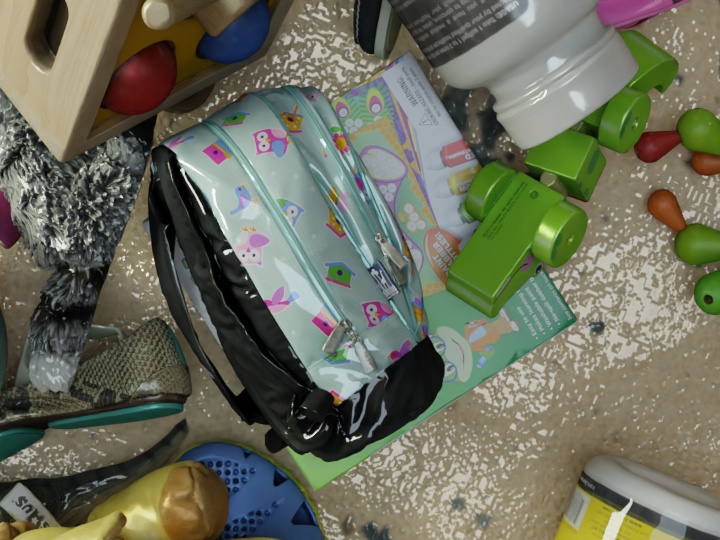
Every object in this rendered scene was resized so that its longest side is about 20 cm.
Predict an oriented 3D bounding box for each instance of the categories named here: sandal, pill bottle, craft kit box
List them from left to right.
[{"bbox_3d":[-0.047,0.190,0.988,0.079,0.087,0.200,-39,94,3],"label":"sandal"},{"bbox_3d":[0.000,0.000,0.996,0.197,0.049,0.200,-33,95,3],"label":"craft kit box"},{"bbox_3d":[0.066,-0.171,0.882,0.111,0.111,0.200,-35,99,1],"label":"pill bottle"},{"bbox_3d":[0.155,0.224,0.986,0.112,0.112,0.201,21,94,-4],"label":"pill bottle"}]

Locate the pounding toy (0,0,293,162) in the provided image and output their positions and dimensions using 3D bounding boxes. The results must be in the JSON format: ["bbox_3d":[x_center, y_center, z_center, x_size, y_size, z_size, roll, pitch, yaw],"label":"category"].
[{"bbox_3d":[-0.101,-0.154,0.822,0.184,0.200,0.142,-34,79,-35],"label":"pounding toy"}]

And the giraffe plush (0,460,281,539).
[{"bbox_3d":[-0.146,0.183,0.880,0.199,0.162,0.173,25,89,10],"label":"giraffe plush"}]

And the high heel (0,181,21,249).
[{"bbox_3d":[-0.286,-0.084,0.965,0.199,0.067,0.096,17,84,-17],"label":"high heel"}]

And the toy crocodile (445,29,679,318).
[{"bbox_3d":[0.120,-0.060,0.958,0.067,0.062,0.200,27,81,29],"label":"toy crocodile"}]

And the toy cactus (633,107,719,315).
[{"bbox_3d":[0.273,-0.030,0.989,0.165,0.102,0.200,-33,85,-10],"label":"toy cactus"}]

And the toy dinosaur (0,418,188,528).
[{"bbox_3d":[-0.194,0.163,0.998,0.199,0.047,0.089,-16,90,-6],"label":"toy dinosaur"}]

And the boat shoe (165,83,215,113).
[{"bbox_3d":[-0.175,-0.162,0.972,0.200,0.063,0.073,38,66,-7],"label":"boat shoe"}]

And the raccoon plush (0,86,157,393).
[{"bbox_3d":[-0.199,-0.044,0.910,0.133,0.097,0.201,18,74,-14],"label":"raccoon plush"}]

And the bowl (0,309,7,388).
[{"bbox_3d":[-0.285,0.051,0.932,0.200,0.105,0.202,-13,60,23],"label":"bowl"}]

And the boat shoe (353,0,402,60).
[{"bbox_3d":[0.004,-0.230,0.963,0.066,0.075,0.200,8,99,7],"label":"boat shoe"}]

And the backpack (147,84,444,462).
[{"bbox_3d":[-0.038,-0.001,0.908,0.126,0.167,0.201,-29,92,-19],"label":"backpack"}]

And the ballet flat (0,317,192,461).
[{"bbox_3d":[-0.199,0.076,0.981,0.199,0.068,0.076,-19,76,10],"label":"ballet flat"}]

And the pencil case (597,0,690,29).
[{"bbox_3d":[0.123,-0.231,0.943,0.093,0.091,0.200,-33,110,-1],"label":"pencil case"}]
